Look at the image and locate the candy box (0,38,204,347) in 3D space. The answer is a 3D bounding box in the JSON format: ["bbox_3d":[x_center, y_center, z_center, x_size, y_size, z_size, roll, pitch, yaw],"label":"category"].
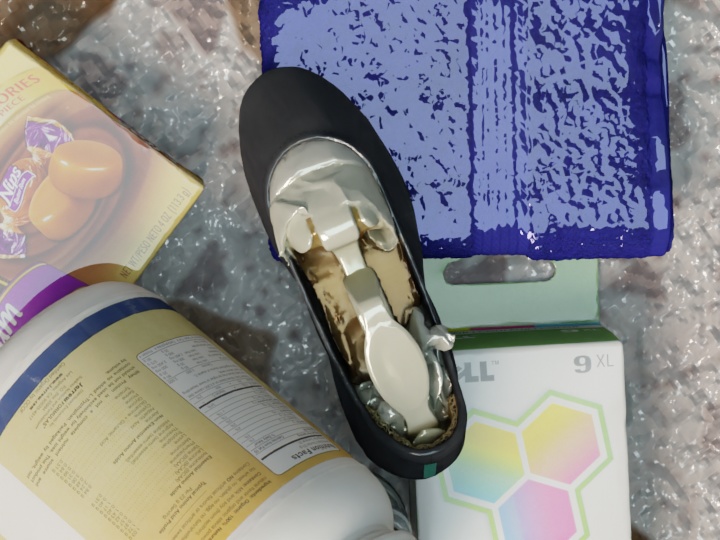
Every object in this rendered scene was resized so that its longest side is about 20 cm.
[{"bbox_3d":[-0.177,0.005,1.047,0.116,0.056,0.201,37,91,-8],"label":"candy box"}]

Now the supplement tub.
[{"bbox_3d":[-0.076,0.116,0.980,0.200,0.144,0.145,38,92,21],"label":"supplement tub"}]

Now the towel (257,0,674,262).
[{"bbox_3d":[0.050,-0.078,1.065,0.198,0.050,0.149,-1,89,-4],"label":"towel"}]

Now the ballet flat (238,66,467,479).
[{"bbox_3d":[0.000,0.000,1.003,0.073,0.073,0.201,-21,92,-2],"label":"ballet flat"}]

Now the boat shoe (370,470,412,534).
[{"bbox_3d":[-0.067,0.162,1.069,0.201,0.065,0.075,-26,98,-2],"label":"boat shoe"}]

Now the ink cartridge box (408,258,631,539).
[{"bbox_3d":[0.074,0.079,1.074,0.103,0.059,0.202,-3,96,-3],"label":"ink cartridge box"}]
